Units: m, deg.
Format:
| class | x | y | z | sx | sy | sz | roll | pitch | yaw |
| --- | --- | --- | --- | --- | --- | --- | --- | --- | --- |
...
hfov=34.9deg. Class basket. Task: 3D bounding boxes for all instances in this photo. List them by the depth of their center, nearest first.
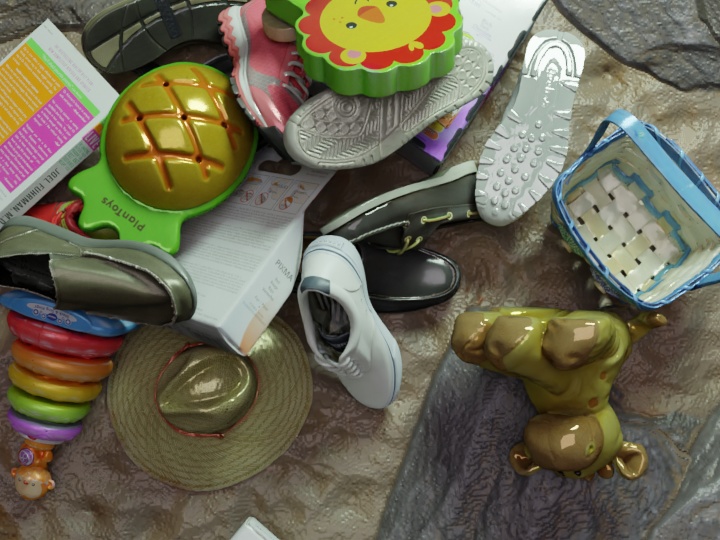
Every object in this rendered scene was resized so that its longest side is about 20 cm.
| class | x | y | z | sx | sy | sz | roll | pitch | yaw |
| --- | --- | --- | --- | --- | --- | --- | --- | --- | --- |
| basket | 0.265 | -0.049 | 1.051 | 0.139 | 0.200 | 0.177 | -38 | 83 | -15 |

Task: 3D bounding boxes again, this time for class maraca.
| class | x | y | z | sx | sy | sz | roll | pitch | yaw |
| --- | --- | --- | --- | --- | --- | --- | --- | --- | --- |
| maraca | -0.176 | -0.103 | 1.041 | 0.137 | 0.107 | 0.201 | 32 | 70 | 2 |

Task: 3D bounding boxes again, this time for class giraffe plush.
| class | x | y | z | sx | sy | sz | roll | pitch | yaw |
| --- | --- | --- | --- | --- | --- | --- | --- | --- | --- |
| giraffe plush | 0.189 | 0.119 | 1.069 | 0.199 | 0.172 | 0.164 | -2 | 93 | -38 |

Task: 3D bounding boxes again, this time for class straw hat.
| class | x | y | z | sx | sy | sz | roll | pitch | yaw |
| --- | --- | --- | --- | --- | --- | --- | --- | --- | --- |
| straw hat | -0.144 | 0.109 | 1.069 | 0.199 | 0.085 | 0.203 | 0 | 83 | -3 |

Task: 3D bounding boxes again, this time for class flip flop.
| class | x | y | z | sx | sy | sz | roll | pitch | yaw |
| --- | --- | --- | --- | --- | --- | --- | --- | --- | --- |
| flip flop | -0.180 | -0.250 | 1.126 | 0.199 | 0.058 | 0.082 | -25 | 115 | -14 |

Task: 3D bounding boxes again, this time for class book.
| class | x | y | z | sx | sy | sz | roll | pitch | yaw |
| --- | --- | --- | --- | --- | --- | --- | --- | --- | --- |
| book | -0.328 | -0.126 | 1.087 | 0.200 | 0.048 | 0.134 | -42 | 62 | -5 |

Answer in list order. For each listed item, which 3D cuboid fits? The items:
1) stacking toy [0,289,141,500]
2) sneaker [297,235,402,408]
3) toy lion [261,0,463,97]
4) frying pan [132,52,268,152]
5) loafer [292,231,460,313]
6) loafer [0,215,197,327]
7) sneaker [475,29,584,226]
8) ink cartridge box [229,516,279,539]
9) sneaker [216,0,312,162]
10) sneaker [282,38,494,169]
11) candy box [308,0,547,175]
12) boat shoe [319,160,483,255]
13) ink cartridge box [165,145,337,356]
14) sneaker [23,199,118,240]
| class | x | y | z | sx | sy | sz | roll | pitch | yaw |
| --- | --- | --- | --- | --- | --- | --- | --- | --- | --- |
| stacking toy | -0.289 | 0.119 | 1.065 | 0.115 | 0.110 | 0.201 | 16 | 96 | 7 |
| sneaker | -0.017 | 0.064 | 1.040 | 0.073 | 0.201 | 0.071 | 0 | 42 | 27 |
| toy lion | 0.017 | -0.231 | 0.997 | 0.191 | 0.069 | 0.200 | 35 | 58 | 29 |
| frying pan | -0.158 | -0.160 | 1.128 | 0.188 | 0.031 | 0.116 | 1 | 72 | 10 |
| loafer | 0.000 | 0.000 | 1.097 | 0.198 | 0.072 | 0.073 | 3 | 82 | -3 |
| loafer | -0.236 | 0.013 | 0.987 | 0.199 | 0.070 | 0.076 | 13 | 126 | 15 |
| sneaker | 0.166 | -0.130 | 1.114 | 0.076 | 0.081 | 0.201 | 24 | 79 | 4 |
| ink cartridge box | -0.110 | 0.348 | 1.039 | 0.144 | 0.084 | 0.200 | 40 | 83 | 2 |
| sneaker | -0.072 | -0.189 | 1.047 | 0.086 | 0.074 | 0.201 | -27 | 53 | 11 |
| sneaker | 0.014 | -0.147 | 1.027 | 0.199 | 0.111 | 0.077 | -30 | 103 | -13 |
| candy box | 0.061 | -0.225 | 1.131 | 0.167 | 0.072 | 0.201 | 34 | 83 | 2 |
| boat shoe | 0.048 | -0.049 | 1.071 | 0.200 | 0.072 | 0.061 | -24 | 92 | -40 |
| ink cartridge box | -0.109 | -0.025 | 1.067 | 0.200 | 0.162 | 0.050 | -52 | 129 | -21 |
| sneaker | -0.278 | -0.040 | 1.082 | 0.198 | 0.085 | 0.078 | -12 | 82 | -5 |
